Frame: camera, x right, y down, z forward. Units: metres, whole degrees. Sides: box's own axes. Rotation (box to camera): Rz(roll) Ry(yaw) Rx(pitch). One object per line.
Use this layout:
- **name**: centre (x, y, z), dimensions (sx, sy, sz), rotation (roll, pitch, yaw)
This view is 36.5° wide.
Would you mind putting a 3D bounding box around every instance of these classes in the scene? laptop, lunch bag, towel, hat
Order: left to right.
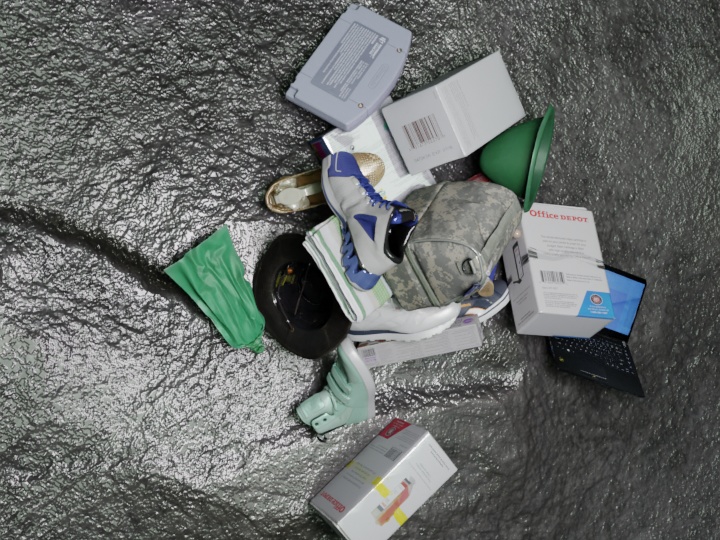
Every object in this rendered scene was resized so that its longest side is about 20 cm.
- **hat**: centre (-0.070, 0.037, 1.671), dimensions (0.081, 0.199, 0.203), rotation (-7, 94, -51)
- **towel**: centre (0.002, -0.022, 1.611), dimensions (0.150, 0.031, 0.200), rotation (61, 34, -7)
- **lunch bag**: centre (0.139, -0.042, 1.618), dimensions (0.140, 0.166, 0.200), rotation (61, 39, -20)
- **hat**: centre (0.200, -0.186, 1.731), dimensions (0.174, 0.167, 0.201), rotation (14, 51, 14)
- **laptop**: centre (0.411, 0.090, 1.848), dimensions (0.176, 0.201, 0.104), rotation (18, 126, -17)

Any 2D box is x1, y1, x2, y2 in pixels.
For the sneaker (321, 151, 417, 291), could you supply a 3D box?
- **sneaker**: centre (0.023, -0.083, 1.548), dimensions (0.080, 0.115, 0.202), rotation (8, 61, -52)

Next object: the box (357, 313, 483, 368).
- **box**: centre (0.093, 0.113, 1.721), dimensions (0.198, 0.039, 0.042), rotation (-14, 110, 16)

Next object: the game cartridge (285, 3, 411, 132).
- **game cartridge**: centre (-0.010, -0.312, 1.693), dimensions (0.132, 0.041, 0.201), rotation (29, 69, 14)

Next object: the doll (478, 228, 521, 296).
- **doll**: centre (0.192, -0.051, 1.765), dimensions (0.049, 0.135, 0.202), rotation (56, 33, -49)

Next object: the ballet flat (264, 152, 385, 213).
- **ballet flat**: centre (-0.058, -0.125, 1.655), dimensions (0.198, 0.065, 0.071), rotation (-19, 99, 20)

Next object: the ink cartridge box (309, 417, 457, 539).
- **ink cartridge box**: centre (0.033, 0.336, 1.706), dimensions (0.200, 0.145, 0.084), rotation (-42, 104, -13)

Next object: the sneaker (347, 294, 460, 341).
- **sneaker**: centre (0.056, 0.058, 1.691), dimensions (0.198, 0.077, 0.081), rotation (-8, 121, 18)

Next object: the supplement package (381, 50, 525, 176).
- **supplement package**: centre (0.148, -0.246, 1.705), dimensions (0.200, 0.116, 0.118), rotation (-36, 103, -45)

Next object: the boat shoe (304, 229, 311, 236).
- **boat shoe**: centre (0.001, -0.003, 1.730), dimensions (0.200, 0.063, 0.074), rotation (35, 80, -16)

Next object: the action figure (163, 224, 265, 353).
- **action figure**: centre (-0.203, 0.046, 1.668), dimensions (0.118, 0.055, 0.201), rotation (-36, 108, -16)

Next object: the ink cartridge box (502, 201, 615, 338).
- **ink cartridge box**: centre (0.317, 0.000, 1.784), dimensions (0.144, 0.084, 0.202), rotation (5, 61, -21)

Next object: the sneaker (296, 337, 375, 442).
- **sneaker**: centre (-0.041, 0.188, 1.668), dimensions (0.117, 0.074, 0.201), rotation (-23, 143, -12)

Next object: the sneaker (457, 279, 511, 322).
- **sneaker**: centre (0.154, 0.053, 1.773), dimensions (0.199, 0.078, 0.080), rotation (-29, 110, -14)

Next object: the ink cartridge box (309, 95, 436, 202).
- **ink cartridge box**: centre (0.029, -0.153, 1.730), dimensions (0.136, 0.076, 0.201), rotation (-32, 99, -15)
